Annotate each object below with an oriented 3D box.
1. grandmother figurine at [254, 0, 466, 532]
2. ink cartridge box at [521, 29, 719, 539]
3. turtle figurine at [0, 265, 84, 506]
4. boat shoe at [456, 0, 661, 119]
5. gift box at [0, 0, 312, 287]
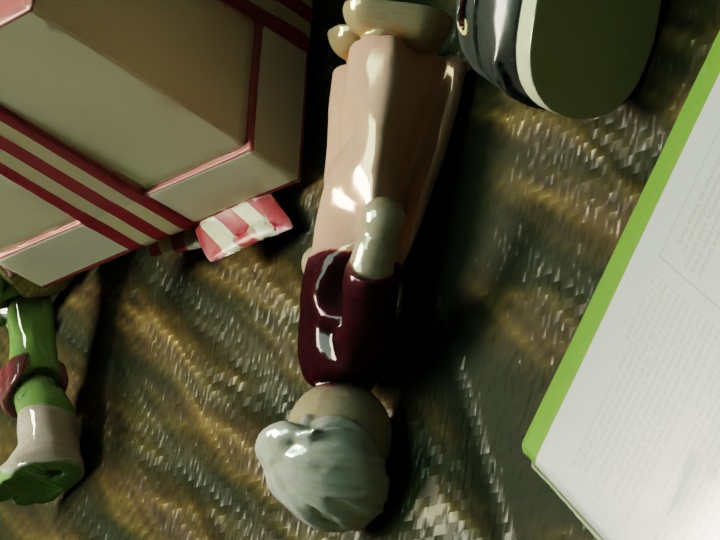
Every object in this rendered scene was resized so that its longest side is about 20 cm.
[{"bbox_3d":[0.000,0.000,1.082,0.121,0.060,0.201,97,180,-77],"label":"grandmother figurine"},{"bbox_3d":[0.138,0.037,0.758,0.148,0.075,0.200,-65,28,13],"label":"ink cartridge box"},{"bbox_3d":[-0.202,0.016,1.376,0.144,0.199,0.195,84,180,-58],"label":"turtle figurine"},{"bbox_3d":[0.084,-0.156,0.985,0.063,0.073,0.203,29,105,56],"label":"boat shoe"},{"bbox_3d":[-0.114,-0.108,1.232,0.199,0.186,0.186,-15,57,38],"label":"gift box"}]
